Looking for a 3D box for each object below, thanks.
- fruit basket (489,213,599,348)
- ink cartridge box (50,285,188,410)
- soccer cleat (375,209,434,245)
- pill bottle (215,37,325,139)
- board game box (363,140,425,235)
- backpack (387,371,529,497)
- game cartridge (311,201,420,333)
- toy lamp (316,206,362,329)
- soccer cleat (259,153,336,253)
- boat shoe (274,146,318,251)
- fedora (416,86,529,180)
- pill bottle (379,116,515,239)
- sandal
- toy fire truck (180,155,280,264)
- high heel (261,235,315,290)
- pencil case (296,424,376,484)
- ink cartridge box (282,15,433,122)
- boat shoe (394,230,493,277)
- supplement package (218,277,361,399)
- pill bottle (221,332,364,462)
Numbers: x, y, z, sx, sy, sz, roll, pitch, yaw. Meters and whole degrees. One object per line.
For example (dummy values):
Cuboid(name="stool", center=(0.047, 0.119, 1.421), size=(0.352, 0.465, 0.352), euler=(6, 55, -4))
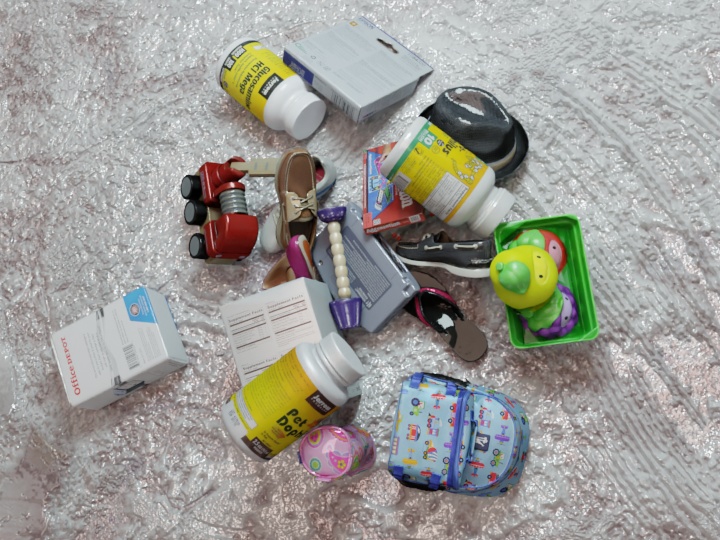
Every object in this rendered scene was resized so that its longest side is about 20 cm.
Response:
Cuboid(name="fruit basket", center=(0.271, 0.013, 1.178), size=(0.155, 0.216, 0.216), euler=(-7, 75, 5))
Cuboid(name="ink cartridge box", center=(-0.432, 0.141, 1.397), size=(0.200, 0.086, 0.147), euler=(-27, 71, 8))
Cuboid(name="soccer cleat", center=(0.085, -0.115, 1.337), size=(0.200, 0.069, 0.078), euler=(-36, 68, 7))
Cuboid(name="pill bottle", center=(-0.162, -0.330, 1.428), size=(0.200, 0.112, 0.112), euler=(40, 89, 20))
Cuboid(name="board game box", center=(0.055, -0.148, 1.326), size=(0.103, 0.019, 0.200), euler=(-13, 46, 14))
Cuboid(name="backpack", center=(0.154, 0.257, 1.191), size=(0.200, 0.135, 0.183), euler=(12, 81, 14))
Cuboid(name="game cartridge", center=(0.000, 0.000, 1.319), size=(0.133, 0.041, 0.200), euler=(-45, 67, 24))
Cuboid(name="toy lamp", center=(-0.034, -0.003, 1.289), size=(0.058, 0.058, 0.200), euler=(-11, 83, 12))
Cuboid(name="soccer cleat", center=(-0.120, -0.123, 1.380), size=(0.070, 0.086, 0.200), euler=(36, 88, 20))
Cuboid(name="boat shoe", center=(-0.100, -0.109, 1.309), size=(0.076, 0.200, 0.072), euler=(-14, 36, -22))
Cuboid(name="fedora", center=(0.186, -0.241, 1.299), size=(0.200, 0.092, 0.201), euler=(-1, 59, 2))
Cuboid(name="pill bottle", center=(0.140, -0.141, 1.229), size=(0.200, 0.113, 0.113), euler=(37, 88, -1))
Cuboid(name="sandal", center=(0.130, 0.068, 1.289), size=(0.075, 0.045, 0.200), euler=(-47, 70, 0))
Cuboid(name="toy fire truck", center=(-0.205, -0.120, 1.359), size=(0.200, 0.128, 0.176), euler=(-29, 66, 46))
Cuboid(name="high heel", center=(-0.126, -0.002, 1.286), size=(0.096, 0.200, 0.068), euler=(-8, 67, -2))
Cuboid(name="pencil case", center=(-0.032, 0.279, 1.197), size=(0.087, 0.200, 0.088), euler=(-2, 79, 11))
Cuboid(name="ink cartridge box", center=(-0.003, -0.368, 1.408), size=(0.196, 0.043, 0.200), euler=(42, 53, 20))
Cuboid(name="boat shoe", center=(0.133, -0.034, 1.265), size=(0.200, 0.074, 0.060), euler=(15, 110, 49))
Cuboid(name="supplement package", center=(-0.110, 0.133, 1.266), size=(0.150, 0.152, 0.200), euler=(-19, 81, 10))
Cuboid(name="pill bottle", center=(-0.095, 0.179, 1.124), size=(0.200, 0.109, 0.109), euler=(-38, 70, 7))
